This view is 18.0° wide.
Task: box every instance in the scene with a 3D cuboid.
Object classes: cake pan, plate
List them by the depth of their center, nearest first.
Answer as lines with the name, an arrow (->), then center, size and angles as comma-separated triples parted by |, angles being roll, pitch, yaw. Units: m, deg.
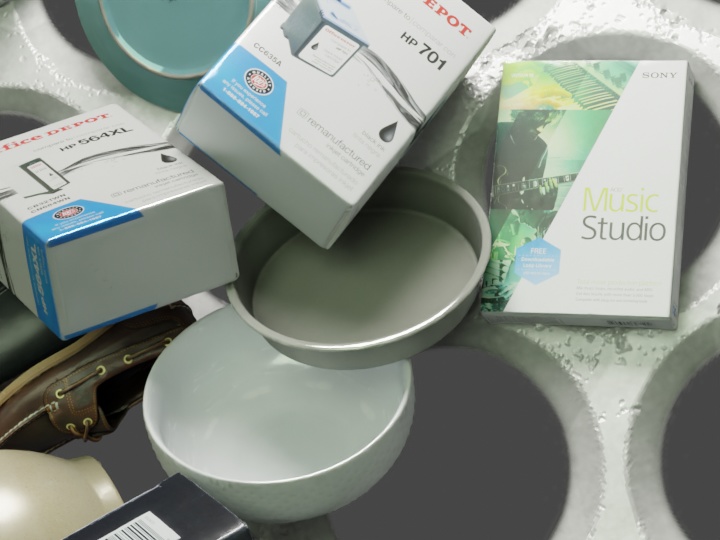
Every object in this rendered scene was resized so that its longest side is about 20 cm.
cake pan -> 0.000, 0.000, 1.665 | 0.198, 0.037, 0.201 | -7, 41, 6
plate -> -0.141, -0.219, 1.770 | 0.198, 0.026, 0.202 | 7, 110, 20

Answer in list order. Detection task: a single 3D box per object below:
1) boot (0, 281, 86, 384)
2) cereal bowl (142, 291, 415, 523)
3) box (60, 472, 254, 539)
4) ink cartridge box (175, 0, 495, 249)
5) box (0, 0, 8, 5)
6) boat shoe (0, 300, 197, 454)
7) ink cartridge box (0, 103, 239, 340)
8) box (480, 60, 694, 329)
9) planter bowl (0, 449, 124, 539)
boot -> -0.316, 0.033, 1.777 | 0.168, 0.077, 0.200 | -36, 47, -13
cereal bowl -> -0.055, 0.111, 1.646 | 0.198, 0.084, 0.201 | -6, 40, 5
box -> -0.133, 0.268, 1.547 | 0.147, 0.201, 0.104 | -27, 29, -23
ink cartridge box -> -0.017, -0.141, 1.675 | 0.146, 0.086, 0.200 | 38, 63, 1
box -> -0.375, -0.254, 1.854 | 0.199, 0.124, 0.098 | -29, 67, 5
boat shoe -> -0.207, 0.093, 1.723 | 0.200, 0.070, 0.070 | -39, 65, 2
ink cartridge box -> -0.200, -0.040, 1.682 | 0.145, 0.085, 0.200 | -21, 30, -23
box -> 0.169, -0.058, 1.678 | 0.143, 0.036, 0.202 | 1, 73, 17
planter bowl -> -0.234, 0.213, 1.644 | 0.134, 0.201, 0.201 | -23, 65, -20
